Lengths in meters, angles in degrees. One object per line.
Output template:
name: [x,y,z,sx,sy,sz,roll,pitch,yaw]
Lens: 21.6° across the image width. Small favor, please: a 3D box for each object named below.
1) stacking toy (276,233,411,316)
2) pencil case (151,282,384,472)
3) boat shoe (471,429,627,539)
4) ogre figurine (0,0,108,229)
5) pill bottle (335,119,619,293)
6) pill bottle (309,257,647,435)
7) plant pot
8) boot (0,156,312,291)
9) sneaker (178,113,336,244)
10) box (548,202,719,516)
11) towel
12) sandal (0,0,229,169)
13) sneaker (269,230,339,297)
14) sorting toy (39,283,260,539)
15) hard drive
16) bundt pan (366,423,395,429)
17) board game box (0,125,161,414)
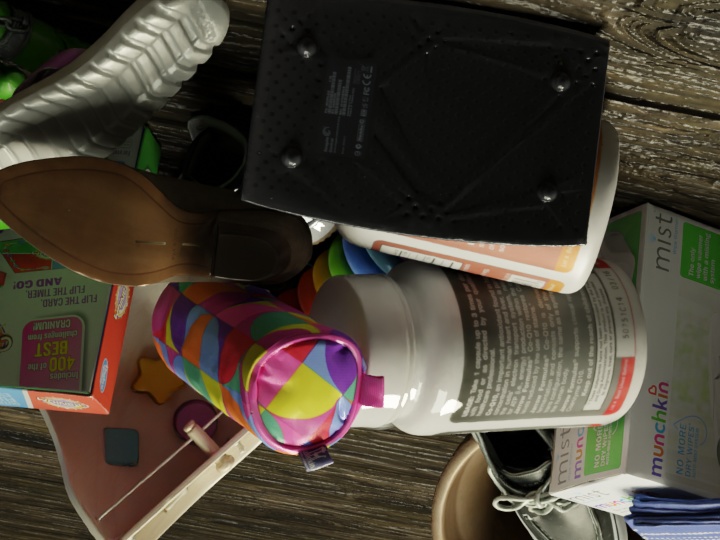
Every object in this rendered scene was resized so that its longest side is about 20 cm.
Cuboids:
stacking toy: [0.000,0.000,1.311,0.085,0.086,0.200,22,136,-33]
pencil case: [-0.064,0.055,1.183,0.088,0.089,0.200,20,-176,-29]
boat shoe: [0.129,0.145,1.355,0.073,0.200,0.068,-20,-168,21]
ogre figurine: [-0.215,-0.094,1.212,0.120,0.200,0.098,4,-154,-17]
pill bottle: [0.051,-0.060,1.168,0.200,0.112,0.112,13,159,-3]
pill bottle: [0.074,0.048,1.222,0.200,0.114,0.114,0,165,-26]
plant pot: [0.168,0.169,1.484,0.200,0.201,0.175,4,-159,13]
boot: [-0.127,-0.031,1.174,0.200,0.070,0.146,18,-173,-7]
sneaker: [-0.116,-0.052,1.325,0.200,0.070,0.108,-11,151,40]
box: [0.236,0.078,1.342,0.176,0.200,0.097,19,156,-25]
towel: [0.280,0.188,1.309,0.144,0.024,0.200,-5,158,26]
sandal: [-0.164,-0.112,1.136,0.202,0.050,0.082,-33,144,13]
sneaker: [0.028,0.008,1.410,0.199,0.078,0.070,9,160,1]
sorting toy: [-0.146,0.072,1.324,0.180,0.200,0.107,49,176,-2]
hard drive: [0.037,-0.085,1.091,0.199,0.135,0.042,7,175,-1]
bundt pan: [0.066,0.075,1.470,0.201,0.076,0.202,-13,173,-2]
board game box: [-0.231,-0.006,1.303,0.153,0.200,0.040,4,159,13]
